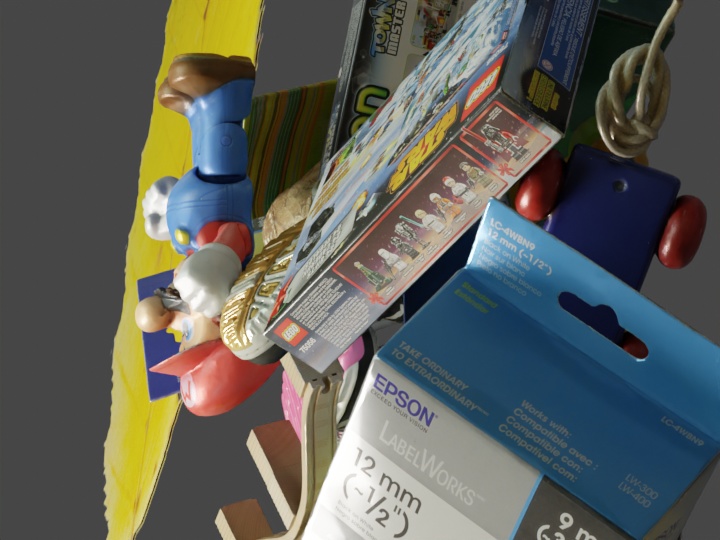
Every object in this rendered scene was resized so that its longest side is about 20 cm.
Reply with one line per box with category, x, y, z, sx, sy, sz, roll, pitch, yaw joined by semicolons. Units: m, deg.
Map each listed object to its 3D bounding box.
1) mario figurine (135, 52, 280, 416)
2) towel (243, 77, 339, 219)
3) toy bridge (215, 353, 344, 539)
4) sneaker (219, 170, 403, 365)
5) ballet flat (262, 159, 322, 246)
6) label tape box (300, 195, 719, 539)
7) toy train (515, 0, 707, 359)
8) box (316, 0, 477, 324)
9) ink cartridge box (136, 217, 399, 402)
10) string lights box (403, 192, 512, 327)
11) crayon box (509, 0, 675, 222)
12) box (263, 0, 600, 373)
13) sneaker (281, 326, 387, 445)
mario figurine;-0.098;-0.018;1.282;0.123;0.105;0.202;17;-114;-65
towel;-0.012;-0.082;1.420;0.018;0.199;0.087;35;124;33
toy bridge;-0.041;0.119;1.300;0.067;0.027;0.201;61;150;29
sneaker;0.000;0.000;1.236;0.075;0.088;0.200;-23;19;41
ballet flat;0.023;-0.070;1.395;0.200;0.071;0.065;-50;28;-19
label tape box;0.063;0.092;0.977;0.066;0.143;0.201;-27;-36;-50
toy train;0.117;-0.046;1.053;0.116;0.084;0.201;-73;2;-68
box;0.034;-0.071;1.342;0.035;0.109;0.202;162;121;-75
ink cartridge box;-0.050;-0.001;1.462;0.198;0.199;0.047;-111;6;-66
string lights box;0.056;0.055;1.149;0.201;0.059;0.103;-91;-10;-45
crayon box;0.103;-0.110;1.214;0.200;0.051;0.126;118;160;-47
box;0.035;-0.056;1.082;0.200;0.040;0.137;-45;17;40
sneaker;0.003;0.067;1.355;0.200;0.087;0.074;100;156;-65
